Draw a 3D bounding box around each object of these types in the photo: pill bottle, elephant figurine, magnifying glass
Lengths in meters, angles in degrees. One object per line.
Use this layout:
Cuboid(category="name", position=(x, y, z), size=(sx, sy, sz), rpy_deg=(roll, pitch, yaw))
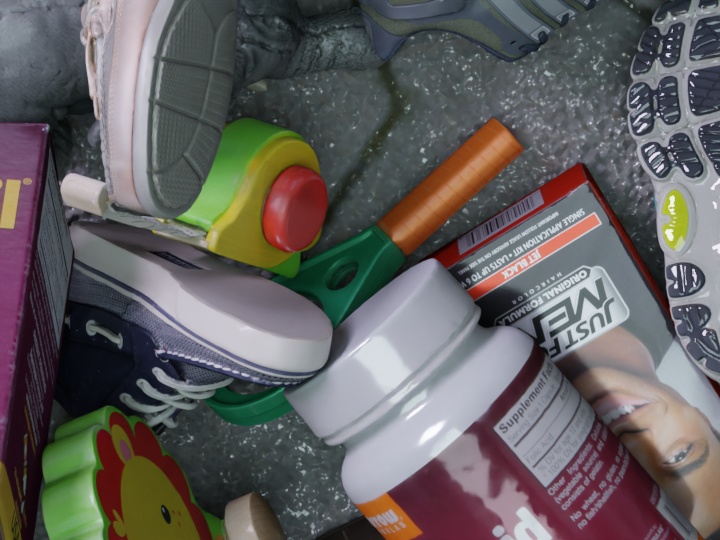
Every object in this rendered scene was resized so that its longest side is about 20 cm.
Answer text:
Cuboid(category="pill bottle", position=(0.064, 0.100, 1.213), size=(0.114, 0.114, 0.200), rpy_deg=(-40, 97, 8))
Cuboid(category="elephant figurine", position=(-0.093, -0.118, 1.211), size=(0.199, 0.155, 0.142), rpy_deg=(-3, 126, 13))
Cuboid(category="magnifying glass", position=(0.000, 0.000, 1.282), size=(0.200, 0.080, 0.022), rpy_deg=(-44, 127, 0))

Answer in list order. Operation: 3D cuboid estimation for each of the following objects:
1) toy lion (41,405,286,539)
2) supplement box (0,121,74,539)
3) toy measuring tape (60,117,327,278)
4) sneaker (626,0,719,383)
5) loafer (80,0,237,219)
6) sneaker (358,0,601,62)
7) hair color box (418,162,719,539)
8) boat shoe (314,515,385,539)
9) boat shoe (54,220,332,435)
Cuboid(category="toy lion", position=(-0.082, 0.165, 1.189), size=(0.068, 0.192, 0.201), rpy_deg=(-23, 68, 13))
Cuboid(category="supplement box", position=(-0.205, 0.039, 1.156), size=(0.130, 0.201, 0.103), rpy_deg=(1, 144, 1))
Cuboid(category="toy measuring tape", position=(-0.069, -0.044, 1.218), size=(0.073, 0.200, 0.074), rpy_deg=(-5, 78, 27))
Cuboid(category="sneaker", position=(0.173, -0.043, 1.263), size=(0.077, 0.080, 0.201), rpy_deg=(-3, 83, 13))
Cuboid(category="loafer", position=(-0.091, -0.122, 1.128), size=(0.063, 0.072, 0.201), rpy_deg=(4, 84, 27))
Cuboid(category="sneaker", position=(0.088, -0.143, 1.245), size=(0.199, 0.074, 0.081), rpy_deg=(-1, 115, -6))
Cuboid(category="hair color box", position=(0.121, 0.059, 1.291), size=(0.101, 0.061, 0.200), rpy_deg=(-32, 100, 7))
Cuboid(category="boat shoe", position=(-0.010, 0.174, 1.318), size=(0.199, 0.072, 0.068), rpy_deg=(-22, 105, 15))
Cuboid(category="boat shoe", position=(-0.084, 0.044, 1.233), size=(0.074, 0.200, 0.093), rpy_deg=(6, 102, -33))
